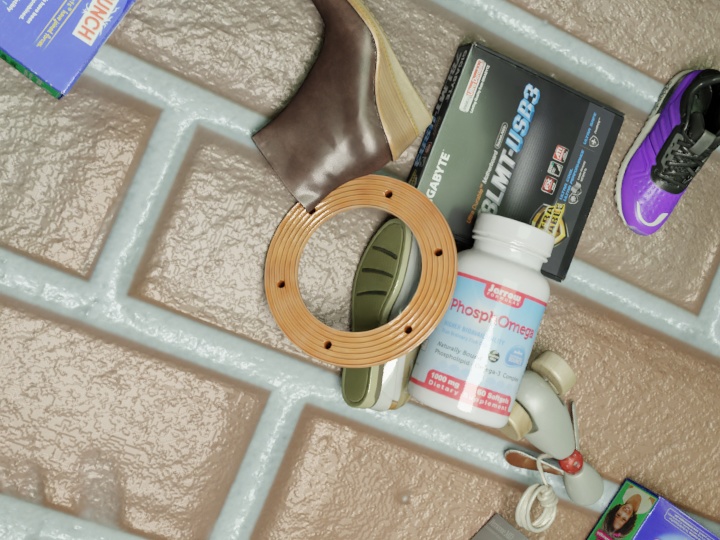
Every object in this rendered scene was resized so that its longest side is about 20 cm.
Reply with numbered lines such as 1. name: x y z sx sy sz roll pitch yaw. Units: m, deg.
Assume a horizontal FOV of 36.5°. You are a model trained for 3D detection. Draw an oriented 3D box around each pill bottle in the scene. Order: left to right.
1. pill bottle: 0.127 0.049 1.106 0.108 0.109 0.201 19 89 -18

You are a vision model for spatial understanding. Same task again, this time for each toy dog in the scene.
1. toy dog: 0.196 0.175 1.207 0.131 0.096 0.201 -20 114 -22

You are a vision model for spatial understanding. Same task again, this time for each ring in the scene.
1. ring: 0.000 0.000 1.097 0.199 0.019 0.201 -4 72 14

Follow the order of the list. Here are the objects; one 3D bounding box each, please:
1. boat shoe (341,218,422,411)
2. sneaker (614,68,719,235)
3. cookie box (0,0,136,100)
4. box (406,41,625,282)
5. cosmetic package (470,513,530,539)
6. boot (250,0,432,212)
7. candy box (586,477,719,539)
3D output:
1. boat shoe: 0.034 0.048 1.144 0.068 0.075 0.201 12 92 -35
2. sneaker: 0.351 -0.134 1.199 0.069 0.099 0.201 23 88 -16
3. cookie box: -0.306 -0.284 0.995 0.200 0.075 0.171 37 84 -17
4. box: 0.162 -0.114 1.173 0.198 0.050 0.201 22 89 -19
5. cosmetic package: 0.124 0.373 1.185 0.200 0.107 0.090 -47 107 -9
6. boot: -0.041 -0.180 1.092 0.166 0.072 0.200 -33 93 -2
7. candy box: 0.330 0.373 1.263 0.169 0.077 0.200 36 84 -18
